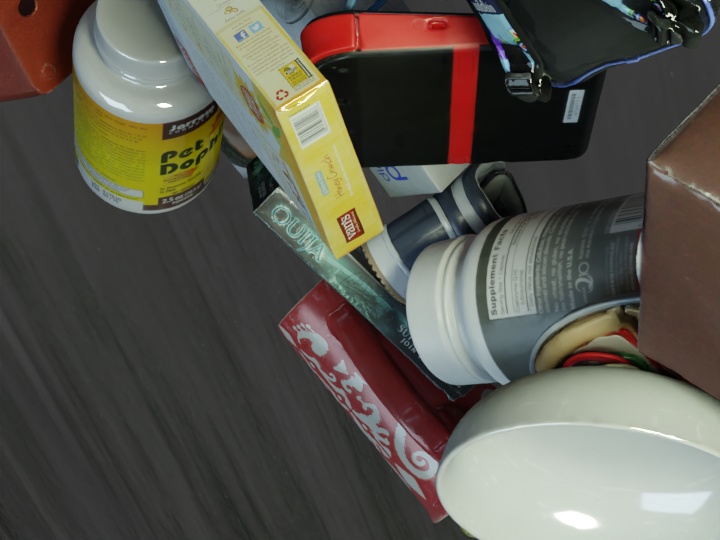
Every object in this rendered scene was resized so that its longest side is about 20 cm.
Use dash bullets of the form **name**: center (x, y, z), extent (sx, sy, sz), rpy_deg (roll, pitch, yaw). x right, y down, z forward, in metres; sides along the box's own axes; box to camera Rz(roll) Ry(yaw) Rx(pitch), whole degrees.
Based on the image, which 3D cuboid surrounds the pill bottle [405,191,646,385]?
- **pill bottle**: center (0.135, 0.016, 1.262), extent (0.200, 0.114, 0.114), rpy_deg (-10, 125, 39)

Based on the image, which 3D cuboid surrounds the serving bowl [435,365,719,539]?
- **serving bowl**: center (0.146, 0.109, 1.161), extent (0.200, 0.066, 0.200), rpy_deg (9, 148, 5)

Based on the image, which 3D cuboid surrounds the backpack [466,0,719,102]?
- **backpack**: center (0.098, -0.203, 0.999), extent (0.200, 0.135, 0.183), rpy_deg (49, 157, -12)

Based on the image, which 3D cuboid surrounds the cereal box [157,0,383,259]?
- **cereal box**: center (-0.064, -0.117, 1.190), extent (0.200, 0.039, 0.144), rpy_deg (53, 171, 35)

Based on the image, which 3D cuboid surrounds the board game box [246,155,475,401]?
- **board game box**: center (0.000, 0.000, 1.438), extent (0.200, 0.028, 0.135), rpy_deg (43, -172, -15)

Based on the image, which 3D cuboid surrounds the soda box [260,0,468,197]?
- **soda box**: center (0.002, -0.145, 1.350), extent (0.200, 0.063, 0.068), rpy_deg (54, 155, -19)

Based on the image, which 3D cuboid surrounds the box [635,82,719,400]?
- **box**: center (0.266, -0.008, 1.010), extent (0.200, 0.164, 0.166), rpy_deg (34, 154, 25)

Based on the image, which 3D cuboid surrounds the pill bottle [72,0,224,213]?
- **pill bottle**: center (-0.147, -0.128, 1.418), extent (0.109, 0.109, 0.200), rpy_deg (40, 157, 11)

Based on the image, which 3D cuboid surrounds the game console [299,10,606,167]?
- **game console**: center (0.056, -0.108, 1.211), extent (0.176, 0.031, 0.200), rpy_deg (-3, 164, 1)

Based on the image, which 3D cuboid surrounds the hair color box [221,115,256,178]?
- **hair color box**: center (-0.053, -0.129, 1.475), extent (0.099, 0.061, 0.200), rpy_deg (52, 157, -17)

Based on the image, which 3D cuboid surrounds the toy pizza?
- **toy pizza**: center (0.197, 0.075, 1.183), extent (0.200, 0.032, 0.200), rpy_deg (9, 150, 5)

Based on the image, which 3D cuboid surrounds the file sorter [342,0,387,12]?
- **file sorter**: center (-0.035, -0.251, 1.160), extent (0.200, 0.123, 0.139), rpy_deg (43, 157, 5)

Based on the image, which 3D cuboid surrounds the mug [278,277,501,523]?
- **mug**: center (0.045, 0.075, 1.576), extent (0.200, 0.133, 0.178), rpy_deg (48, 161, 4)

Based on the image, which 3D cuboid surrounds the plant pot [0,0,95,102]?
- **plant pot**: center (-0.262, -0.237, 1.464), extent (0.176, 0.200, 0.200), rpy_deg (23, 149, 41)

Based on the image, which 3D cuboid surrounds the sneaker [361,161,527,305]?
- **sneaker**: center (0.083, -0.019, 1.428), extent (0.070, 0.108, 0.200), rpy_deg (59, -166, 16)

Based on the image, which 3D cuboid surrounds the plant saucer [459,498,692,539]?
- **plant saucer**: center (0.188, 0.128, 1.316), extent (0.199, 0.200, 0.048), rpy_deg (11, 114, 18)
